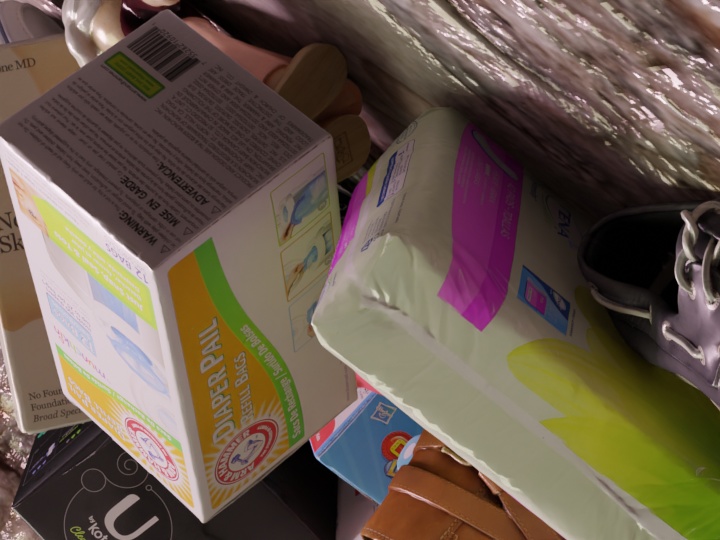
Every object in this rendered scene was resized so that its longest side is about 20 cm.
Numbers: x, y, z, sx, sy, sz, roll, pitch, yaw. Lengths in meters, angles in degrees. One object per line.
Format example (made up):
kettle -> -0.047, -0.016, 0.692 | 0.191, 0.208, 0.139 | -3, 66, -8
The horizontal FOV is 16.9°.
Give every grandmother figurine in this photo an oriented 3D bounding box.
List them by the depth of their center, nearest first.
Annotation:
grandmother figurine -> -0.075, -0.097, 1.144 | 0.200, 0.061, 0.121 | 32, 141, 44

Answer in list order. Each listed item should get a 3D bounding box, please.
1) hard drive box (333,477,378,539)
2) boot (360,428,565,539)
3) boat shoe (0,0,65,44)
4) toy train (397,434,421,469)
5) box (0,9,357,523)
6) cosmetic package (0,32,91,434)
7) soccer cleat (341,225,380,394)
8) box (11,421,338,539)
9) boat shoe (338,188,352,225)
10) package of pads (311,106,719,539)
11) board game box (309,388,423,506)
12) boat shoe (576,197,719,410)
hard drive box -> -0.016, 0.201, 1.434 | 0.077, 0.200, 0.156 | 42, -171, -10
boot -> 0.053, 0.069, 1.133 | 0.200, 0.155, 0.077 | 36, 171, 30
boat shoe -> -0.132, -0.087, 1.356 | 0.200, 0.067, 0.074 | 48, -156, 8
toy train -> 0.071, 0.172, 1.255 | 0.200, 0.056, 0.150 | 39, 137, -21
box -> -0.078, 0.002, 1.093 | 0.112, 0.101, 0.200 | 39, 154, 28
cosmetic package -> -0.150, -0.024, 1.275 | 0.071, 0.105, 0.200 | -156, 54, -78
soccer cleat -> -0.036, -0.022, 1.211 | 0.200, 0.076, 0.067 | 43, 157, 10
box -> -0.105, 0.117, 1.448 | 0.149, 0.124, 0.200 | 47, -168, -14
boat shoe -> 0.000, 0.000, 1.262 | 0.200, 0.072, 0.068 | 32, 171, 15
package of pads -> 0.079, 0.034, 0.983 | 0.200, 0.068, 0.155 | 39, -158, -10
board game box -> 0.049, 0.098, 1.373 | 0.196, 0.056, 0.200 | 39, -169, -22
boat shoe -> 0.127, 0.009, 0.860 | 0.063, 0.073, 0.200 | 36, 175, -11
